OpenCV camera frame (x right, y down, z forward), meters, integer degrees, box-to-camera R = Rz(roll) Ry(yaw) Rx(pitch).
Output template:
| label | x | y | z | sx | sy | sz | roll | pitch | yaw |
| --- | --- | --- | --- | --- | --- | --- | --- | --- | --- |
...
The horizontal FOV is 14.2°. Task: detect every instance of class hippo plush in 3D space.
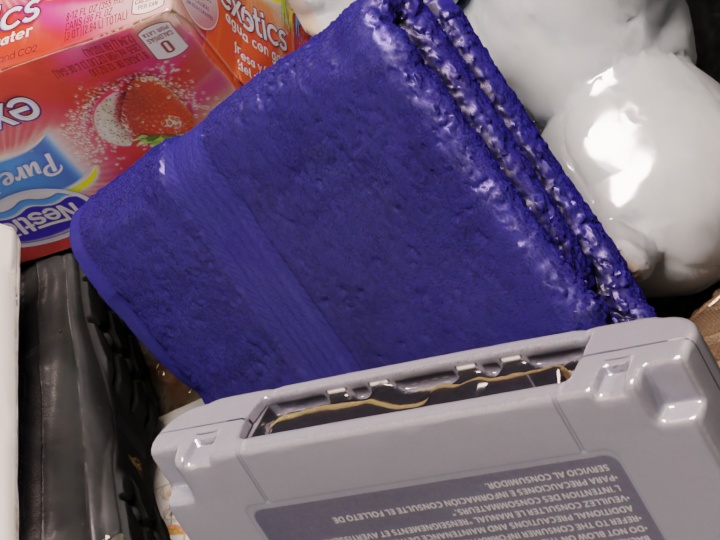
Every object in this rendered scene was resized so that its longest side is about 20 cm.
| label | x | y | z | sx | sy | sz | roll | pitch | yaw |
| --- | --- | --- | --- | --- | --- | --- | --- | --- | --- |
| hippo plush | 0.088 | -0.069 | 0.978 | 0.200 | 0.159 | 0.161 | -21 | 89 | 37 |

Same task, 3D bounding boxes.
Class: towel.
| label | x | y | z | sx | sy | sz | roll | pitch | yaw |
| --- | --- | --- | --- | --- | --- | --- | --- | --- | --- |
| towel | 0.000 | 0.000 | 0.954 | 0.148 | 0.050 | 0.200 | 54 | 140 | -3 |

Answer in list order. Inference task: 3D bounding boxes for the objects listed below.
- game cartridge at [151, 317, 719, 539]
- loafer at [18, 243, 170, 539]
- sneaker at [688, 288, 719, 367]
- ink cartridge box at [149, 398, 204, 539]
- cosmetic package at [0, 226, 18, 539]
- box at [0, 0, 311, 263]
| label | x | y | z | sx | sy | sz | roll | pitch | yaw |
| --- | --- | --- | --- | --- | --- | --- | --- | --- | --- |
| game cartridge | 0.044 | 0.087 | 0.915 | 0.200 | 0.133 | 0.041 | -11 | 29 | 34 |
| loafer | -0.111 | 0.067 | 1.038 | 0.070 | 0.068 | 0.201 | -21 | 45 | 10 |
| sneaker | 0.152 | 0.018 | 0.932 | 0.200 | 0.070 | 0.076 | -26 | 41 | 13 |
| ink cartridge box | -0.098 | 0.155 | 1.037 | 0.163 | 0.057 | 0.200 | -24 | 37 | 20 |
| cosmetic package | -0.215 | 0.099 | 1.002 | 0.199 | 0.123 | 0.200 | -46 | 36 | 39 |
| box | -0.123 | -0.071 | 1.061 | 0.200 | 0.095 | 0.100 | -17 | 46 | 24 |
